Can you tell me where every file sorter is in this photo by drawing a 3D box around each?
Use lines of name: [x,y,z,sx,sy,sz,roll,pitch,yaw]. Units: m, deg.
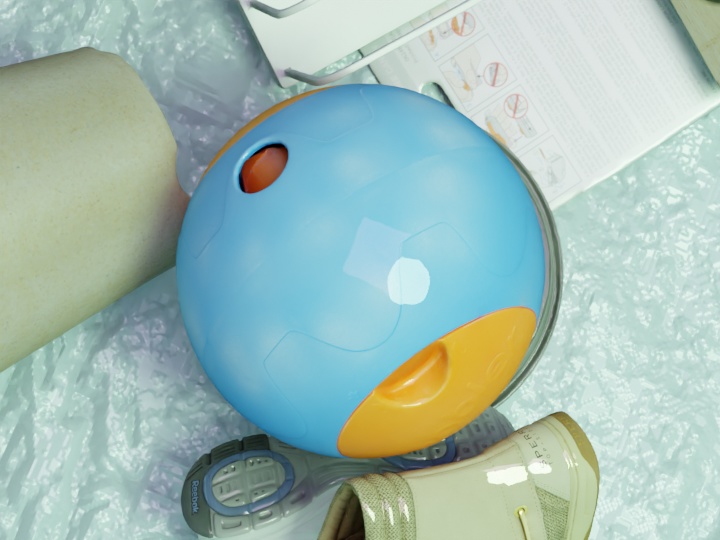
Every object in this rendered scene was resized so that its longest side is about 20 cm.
file sorter: [-0.020,-0.220,1.290,0.138,0.125,0.201,-29,104,-7]

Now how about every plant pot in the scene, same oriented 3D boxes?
plant pot: [-0.201,-0.033,1.246,0.182,0.200,0.202,-25,87,-26]

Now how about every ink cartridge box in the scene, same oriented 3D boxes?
ink cartridge box: [0.120,-0.130,1.403,0.199,0.047,0.161,-33,89,1]

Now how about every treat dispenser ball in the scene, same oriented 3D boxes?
treat dispenser ball: [0.000,0.000,1.221,0.199,0.201,0.203,2,80,-12]

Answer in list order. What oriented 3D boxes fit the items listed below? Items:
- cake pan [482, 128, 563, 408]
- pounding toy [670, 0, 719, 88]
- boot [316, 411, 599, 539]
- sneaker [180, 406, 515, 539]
cake pan: [0.027,-0.002,1.346,0.198,0.037,0.202,1,84,-8]
pounding toy: [0.263,-0.199,1.340,0.199,0.142,0.185,-27,86,-50]
boot: [0.048,0.180,1.257,0.154,0.201,0.073,-13,40,-27]
sneaker: [-0.005,0.124,1.304,0.198,0.087,0.075,-13,53,-7]
